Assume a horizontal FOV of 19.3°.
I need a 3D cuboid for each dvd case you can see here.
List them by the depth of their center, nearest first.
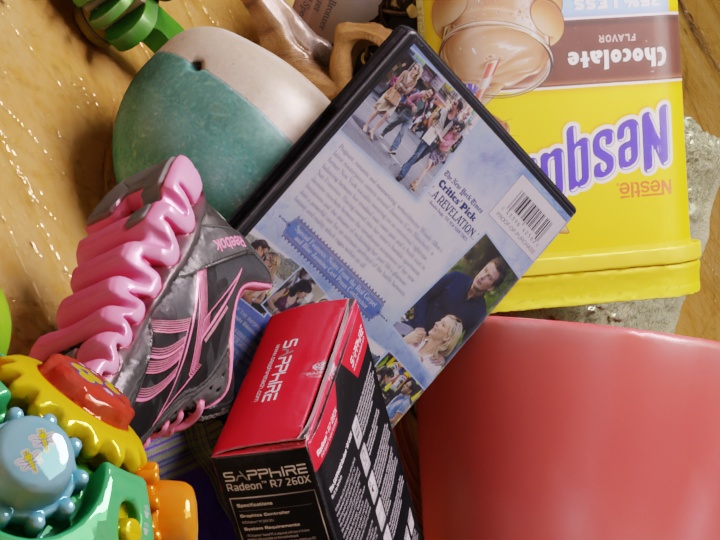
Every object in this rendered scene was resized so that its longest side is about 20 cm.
[{"bbox_3d":[0.000,0.000,1.029,0.143,0.200,0.018,44,-6,-31],"label":"dvd case"}]

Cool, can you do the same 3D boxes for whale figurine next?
[{"bbox_3d":[-0.057,-0.030,1.097,0.159,0.104,0.200,31,-21,37],"label":"whale figurine"}]

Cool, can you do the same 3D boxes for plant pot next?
[{"bbox_3d":[0.118,0.124,1.131,0.200,0.199,0.179,16,79,-57],"label":"plant pot"}]

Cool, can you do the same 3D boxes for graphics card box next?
[{"bbox_3d":[-0.009,0.131,0.985,0.126,0.050,0.201,-71,149,-60],"label":"graphics card box"}]

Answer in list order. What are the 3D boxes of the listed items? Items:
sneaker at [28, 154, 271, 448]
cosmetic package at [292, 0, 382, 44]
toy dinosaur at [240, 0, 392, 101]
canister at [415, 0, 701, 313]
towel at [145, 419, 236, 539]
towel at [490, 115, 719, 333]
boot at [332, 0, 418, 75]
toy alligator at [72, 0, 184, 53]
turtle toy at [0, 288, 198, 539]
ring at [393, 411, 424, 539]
[{"bbox_3d":[-0.094,0.047,0.914,0.095,0.079,0.201,45,51,-27],"label":"sneaker"},{"bbox_3d":[0.052,-0.118,1.296,0.199,0.104,0.087,24,26,3],"label":"cosmetic package"},{"bbox_3d":[-0.029,-0.110,1.129,0.061,0.106,0.201,-87,155,-60],"label":"toy dinosaur"},{"bbox_3d":[0.102,-0.085,1.122,0.087,0.147,0.202,-158,-117,-78],"label":"canister"},{"bbox_3d":[-0.078,0.097,1.006,0.144,0.023,0.200,64,24,6],"label":"towel"},{"bbox_3d":[0.120,-0.030,1.216,0.199,0.149,0.036,11,6,-30],"label":"towel"},{"bbox_3d":[0.000,-0.124,1.200,0.199,0.151,0.073,25,25,-18],"label":"boot"},{"bbox_3d":[-0.155,-0.180,1.120,0.200,0.059,0.054,54,25,-14],"label":"toy alligator"},{"bbox_3d":[-0.136,0.068,0.756,0.200,0.101,0.146,38,3,39],"label":"turtle toy"},{"bbox_3d":[0.074,0.078,1.226,0.199,0.019,0.202,8,76,-36],"label":"ring"}]
